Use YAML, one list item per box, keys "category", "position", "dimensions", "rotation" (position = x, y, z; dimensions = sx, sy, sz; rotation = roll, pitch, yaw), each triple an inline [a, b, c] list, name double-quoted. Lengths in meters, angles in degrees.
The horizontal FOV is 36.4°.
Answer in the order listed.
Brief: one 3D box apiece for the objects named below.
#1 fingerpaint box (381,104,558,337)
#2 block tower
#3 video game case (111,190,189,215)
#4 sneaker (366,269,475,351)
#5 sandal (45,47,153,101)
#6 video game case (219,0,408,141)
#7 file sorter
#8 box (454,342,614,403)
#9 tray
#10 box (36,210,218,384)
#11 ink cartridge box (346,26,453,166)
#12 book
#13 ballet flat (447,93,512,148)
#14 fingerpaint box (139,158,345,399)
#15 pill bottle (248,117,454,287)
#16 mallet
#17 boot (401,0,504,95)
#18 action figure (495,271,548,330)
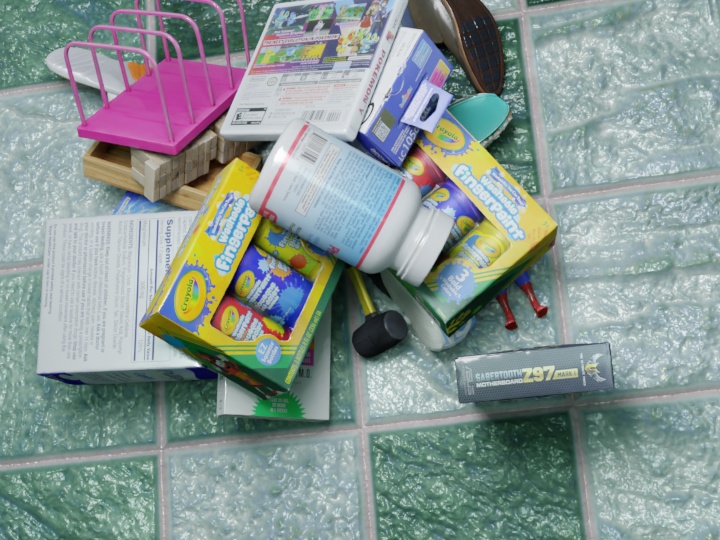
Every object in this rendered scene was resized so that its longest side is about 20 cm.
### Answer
- category: "fingerpaint box"
  position: [0.094, -0.058, 1.234]
  dimensions: [0.167, 0.073, 0.200]
  rotation: [-39, 73, -5]
- category: "block tower"
  position: [-0.193, -0.158, 1.338]
  dimensions: [0.058, 0.054, 0.200]
  rotation: [36, 50, 23]
- category: "video game case"
  position: [-0.245, -0.004, 1.364]
  dimensions: [0.180, 0.045, 0.201]
  rotation: [28, 81, 15]
- category: "sneaker"
  position: [0.061, 0.006, 1.300]
  dimensions: [0.072, 0.072, 0.201]
  rotation: [-24, 68, -28]
- category: "sandal"
  position: [-0.310, -0.234, 1.428]
  dimensions: [0.205, 0.060, 0.079]
  rotation: [20, 42, 5]
- category: "video game case"
  position: [-0.054, -0.227, 1.231]
  dimensions: [0.199, 0.023, 0.184]
  rotation: [6, 68, 41]
- category: "file sorter"
  position: [-0.235, -0.250, 1.305]
  dimensions: [0.138, 0.126, 0.200]
  rotation: [12, 39, 22]
- category: "box"
  position: [0.185, 0.108, 1.174]
  dimensions: [0.156, 0.200, 0.052]
  rotation: [-6, 85, 9]
- category: "tray"
  position: [-0.232, -0.129, 1.365]
  dimensions: [0.198, 0.037, 0.099]
  rotation: [17, 46, 7]
- category: "box"
  position: [-0.261, 0.035, 1.277]
  dimensions: [0.198, 0.105, 0.186]
  rotation: [-3, 75, 8]
- category: "ink cartridge box"
  position: [0.010, -0.201, 1.230]
  dimensions: [0.199, 0.076, 0.137]
  rotation: [20, 78, 45]
- category: "book"
  position: [-0.101, 0.072, 1.281]
  dimensions: [0.133, 0.048, 0.202]
  rotation: [7, 75, -30]
- category: "ballet flat"
  position: [0.093, -0.146, 1.331]
  dimensions: [0.199, 0.072, 0.072]
  rotation: [-33, 72, -2]
- category: "fingerpaint box"
  position: [-0.119, 0.010, 1.197]
  dimensions: [0.166, 0.073, 0.201]
  rotation: [33, 63, -17]
- category: "pill bottle"
  position: [-0.008, -0.066, 1.142]
  dimensions: [0.199, 0.109, 0.109]
  rotation: [29, 81, -2]
- category: "mallet"
  position: [0.000, 0.000, 1.290]
  dimensions: [0.066, 0.041, 0.202]
  rotation: [-22, 83, 42]
- category: "boot"
  position: [0.111, -0.304, 1.379]
  dimensions: [0.074, 0.097, 0.202]
  rotation: [-25, 96, -35]
- category: "action figure"
  position: [0.158, -0.032, 1.300]
  dimensions: [0.065, 0.052, 0.201]
  rotation: [-25, 70, 6]
